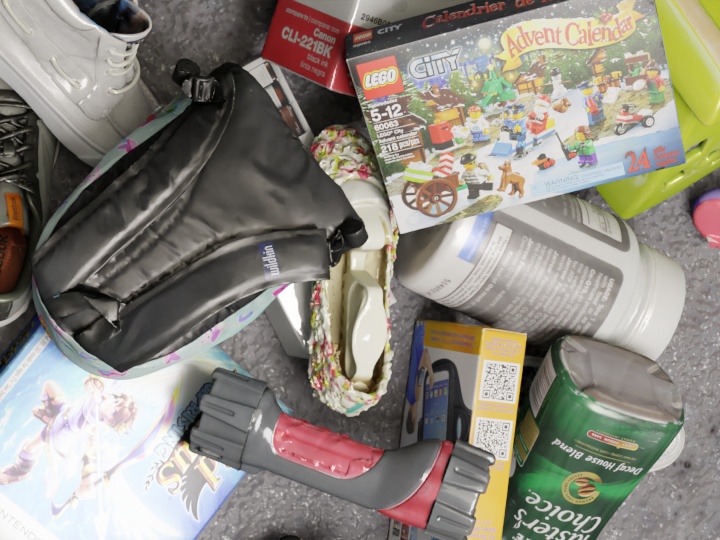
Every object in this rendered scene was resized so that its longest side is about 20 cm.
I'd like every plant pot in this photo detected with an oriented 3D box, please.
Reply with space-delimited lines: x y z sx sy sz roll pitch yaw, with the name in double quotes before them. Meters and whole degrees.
"plant pot" 0.236 -0.186 1.222 0.198 0.182 0.201 -31 83 -20

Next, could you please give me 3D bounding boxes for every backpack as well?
"backpack" -0.116 -0.015 1.100 0.199 0.127 0.167 -39 84 -14

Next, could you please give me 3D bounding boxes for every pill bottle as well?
"pill bottle" 0.133 -0.004 1.253 0.198 0.114 0.115 25 83 -20

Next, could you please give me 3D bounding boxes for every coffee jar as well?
"coffee jar" 0.143 0.149 1.233 0.103 0.086 0.201 16 123 -16

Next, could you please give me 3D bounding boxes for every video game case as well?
"video game case" -0.174 0.117 1.172 0.181 0.045 0.201 42 77 -19

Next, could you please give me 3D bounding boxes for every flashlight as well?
"flashlight" -0.012 0.119 1.140 0.198 0.068 0.068 21 64 3

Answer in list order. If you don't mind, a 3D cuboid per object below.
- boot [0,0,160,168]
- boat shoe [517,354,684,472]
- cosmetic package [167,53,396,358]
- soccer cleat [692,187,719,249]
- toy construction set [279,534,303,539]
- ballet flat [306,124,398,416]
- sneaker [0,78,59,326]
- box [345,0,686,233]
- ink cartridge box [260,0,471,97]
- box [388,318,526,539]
"boot" -0.168 -0.134 1.107 0.200 0.095 0.074 40 46 -41
"boat shoe" 0.171 0.105 1.295 0.199 0.068 0.073 27 82 -20
"cosmetic package" -0.057 -0.045 1.210 0.082 0.051 0.202 -31 102 -17
"soccer cleat" 0.353 -0.040 1.375 0.198 0.067 0.077 13 56 -16
"toy construction set" -0.020 0.259 1.195 0.197 0.092 0.133 -6 106 16
"ballet flat" 0.000 0.000 1.174 0.075 0.064 0.203 -4 92 -22
"sneaker" -0.230 -0.064 1.125 0.073 0.079 0.203 3 87 -20
"box" 0.102 -0.111 1.115 0.198 0.038 0.138 -14 123 8
"ink cartridge box" 0.035 -0.217 1.176 0.143 0.083 0.202 9 103 -44
"box" 0.065 0.139 1.228 0.041 0.119 0.203 10 88 -22
